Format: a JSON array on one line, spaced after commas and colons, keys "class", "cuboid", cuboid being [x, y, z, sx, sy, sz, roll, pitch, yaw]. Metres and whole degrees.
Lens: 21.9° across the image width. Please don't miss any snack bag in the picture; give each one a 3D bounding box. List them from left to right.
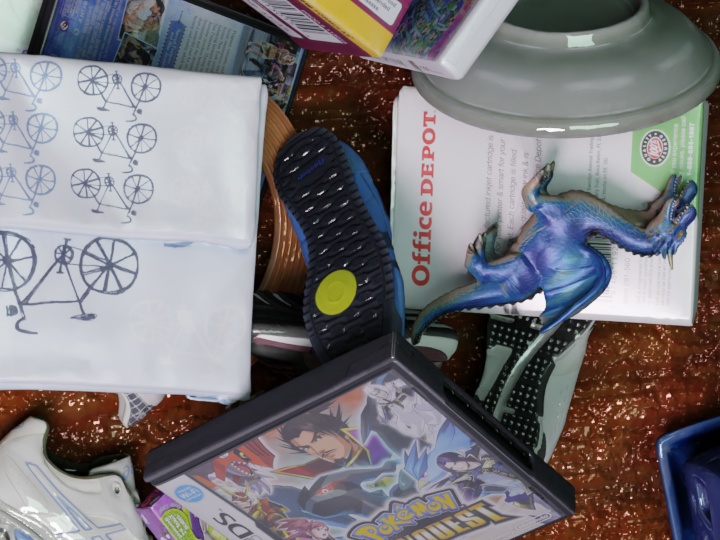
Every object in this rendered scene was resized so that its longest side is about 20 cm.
[{"class": "snack bag", "cuboid": [-0.146, -0.022, 1.093, 0.187, 0.021, 0.202, 4, 89, -24]}]

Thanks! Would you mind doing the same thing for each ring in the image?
[{"class": "ring", "cuboid": [-0.103, -0.024, 1.176, 0.199, 0.019, 0.203, -11, 105, -47]}]

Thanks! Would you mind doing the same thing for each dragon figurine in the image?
[{"class": "dragon figurine", "cuboid": [0.119, 0.002, 1.149, 0.099, 0.059, 0.200, 45, 101, 5]}]

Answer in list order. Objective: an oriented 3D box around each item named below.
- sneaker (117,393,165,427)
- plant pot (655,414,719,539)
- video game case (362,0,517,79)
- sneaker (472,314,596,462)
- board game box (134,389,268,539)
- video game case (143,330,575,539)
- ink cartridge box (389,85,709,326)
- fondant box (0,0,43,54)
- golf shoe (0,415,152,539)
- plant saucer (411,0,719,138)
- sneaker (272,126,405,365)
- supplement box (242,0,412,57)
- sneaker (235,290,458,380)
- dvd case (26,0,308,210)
[{"class": "sneaker", "cuboid": [-0.201, 0.022, 1.186, 0.199, 0.076, 0.081, 35, 93, -17]}, {"class": "plant pot", "cuboid": [0.320, 0.187, 1.294, 0.198, 0.180, 0.202, -16, 102, -13]}, {"class": "video game case", "cuboid": [0.081, -0.212, 1.172, 0.024, 0.182, 0.201, 37, 87, -21]}, {"class": "sneaker", "cuboid": [0.117, 0.069, 1.289, 0.073, 0.080, 0.201, 20, 77, 20]}, {"class": "board game box", "cuboid": [-0.049, 0.195, 1.251, 0.120, 0.032, 0.201, -46, 108, -35]}, {"class": "video game case", "cuboid": [-0.001, 0.130, 1.135, 0.199, 0.026, 0.181, -27, 128, 30]}, {"class": "ink cartridge box", "cuboid": [0.123, -0.045, 1.218, 0.198, 0.084, 0.148, 4, 95, 12]}, {"class": "fondant box", "cuboid": [-0.207, -0.178, 1.164, 0.143, 0.058, 0.202, 19, 93, -18]}, {"class": "golf shoe", "cuboid": [-0.161, 0.173, 1.217, 0.199, 0.078, 0.098, 35, 82, -18]}, {"class": "plant saucer", "cuboid": [0.130, -0.149, 1.184, 0.198, 0.200, 0.051, -12, 122, -13]}, {"class": "sneaker", "cuboid": [0.000, 0.000, 1.165, 0.066, 0.201, 0.078, -29, 138, 15]}, {"class": "supplement box", "cuboid": [-0.010, -0.253, 1.158, 0.131, 0.103, 0.201, 34, 81, -33]}, {"class": "sneaker", "cuboid": [-0.024, 0.081, 1.219, 0.199, 0.076, 0.116, 7, 106, -40]}, {"class": "dvd case", "cuboid": [-0.126, -0.105, 1.171, 0.199, 0.017, 0.144, 16, 93, -42]}]
